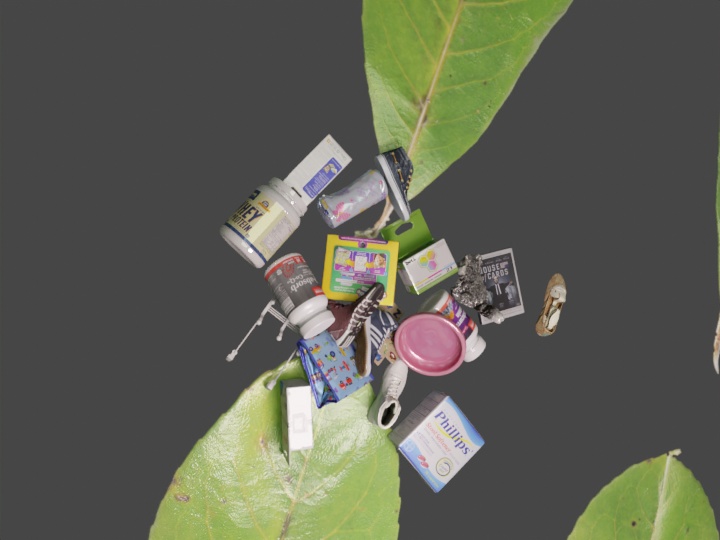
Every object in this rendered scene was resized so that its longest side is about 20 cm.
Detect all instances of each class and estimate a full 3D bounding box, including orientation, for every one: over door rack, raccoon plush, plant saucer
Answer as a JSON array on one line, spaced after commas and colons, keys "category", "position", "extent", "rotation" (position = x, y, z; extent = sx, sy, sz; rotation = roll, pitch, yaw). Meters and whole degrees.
[{"category": "over door rack", "position": [-0.235, 0.198, 1.536], "extent": [0.147, 0.067, 0.201], "rotation": [39, 79, -11]}, {"category": "raccoon plush", "position": [0.348, 0.041, 1.653], "extent": [0.199, 0.096, 0.135], "rotation": [30, 111, 23]}, {"category": "plant saucer", "position": [0.193, 0.195, 1.602], "extent": [0.198, 0.051, 0.203], "rotation": [8, 120, 14]}]

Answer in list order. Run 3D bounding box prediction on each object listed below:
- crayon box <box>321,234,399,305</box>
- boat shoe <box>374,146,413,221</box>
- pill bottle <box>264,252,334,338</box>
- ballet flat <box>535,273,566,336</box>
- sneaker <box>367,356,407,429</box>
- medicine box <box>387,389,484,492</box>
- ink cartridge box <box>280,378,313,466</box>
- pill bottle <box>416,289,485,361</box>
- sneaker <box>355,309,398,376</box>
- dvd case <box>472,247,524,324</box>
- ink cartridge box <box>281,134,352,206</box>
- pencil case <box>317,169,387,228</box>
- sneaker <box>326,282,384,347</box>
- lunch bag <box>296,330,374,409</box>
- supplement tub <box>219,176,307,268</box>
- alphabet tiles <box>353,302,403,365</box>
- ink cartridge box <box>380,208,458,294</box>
[{"category": "crayon box", "position": [0.000, 0.000, 1.585], "extent": [0.197, 0.058, 0.175], "rotation": [6, 89, 2]}, {"category": "boat shoe", "position": [0.118, -0.246, 1.639], "extent": [0.090, 0.071, 0.203], "rotation": [-24, 94, -11]}, {"category": "pill bottle", "position": [-0.155, 0.066, 1.504], "extent": [0.115, 0.116, 0.201], "rotation": [-29, 75, -14]}, {"category": "ballet flat", "position": [0.593, 0.106, 1.777], "extent": [0.070, 0.065, 0.203], "rotation": [19, 84, -15]}, {"category": "sneaker", "position": [0.092, 0.340, 1.605], "extent": [0.073, 0.115, 0.202], "rotation": [25, 81, -12]}, {"category": "medicine box", "position": [0.212, 0.477, 1.644], "extent": [0.200, 0.103, 0.183], "rotation": [-41, 100, -12]}, {"category": "ink cartridge box", "position": [-0.168, 0.395, 1.529], "extent": [0.066, 0.116, 0.203], "rotation": [-2, 91, -17]}, {"category": "pill bottle", "position": [0.262, 0.161, 1.657], "extent": [0.111, 0.111, 0.200], "rotation": [-46, 101, -12]}, {"category": "sneaker", "position": [0.045, 0.191, 1.564], "extent": [0.107, 0.070, 0.203], "rotation": [13, 58, -24]}, {"category": "dvd case", "position": [0.405, 0.046, 1.745], "extent": [0.148, 0.025, 0.203], "rotation": [-13, 94, -16]}, {"category": "ink cartridge box", "position": [-0.122, -0.268, 1.589], "extent": [0.095, 0.037, 0.200], "rotation": [45, 76, -12]}, {"category": "pencil case", "position": [-0.022, -0.197, 1.593], "extent": [0.198, 0.083, 0.091], "rotation": [-30, 89, -14]}, {"category": "sneaker", "position": [-0.031, 0.091, 1.524], "extent": [0.115, 0.075, 0.201], "rotation": [39, 97, 27]}, {"category": "lunch bag", "position": [-0.078, 0.236, 1.543], "extent": [0.150, 0.094, 0.202], "rotation": [-20, 84, -47]}, {"category": "supplement tub", "position": [-0.246, -0.124, 1.496], "extent": [0.145, 0.145, 0.200], "rotation": [43, 79, -11]}, {"category": "alphabet tiles", "position": [0.053, 0.158, 1.633], "extent": [0.200, 0.008, 0.168], "rotation": [46, 66, -12]}, {"category": "ink cartridge box", "position": [0.164, -0.055, 1.649], "extent": [0.147, 0.076, 0.202], "rotation": [-29, 98, -14]}]
